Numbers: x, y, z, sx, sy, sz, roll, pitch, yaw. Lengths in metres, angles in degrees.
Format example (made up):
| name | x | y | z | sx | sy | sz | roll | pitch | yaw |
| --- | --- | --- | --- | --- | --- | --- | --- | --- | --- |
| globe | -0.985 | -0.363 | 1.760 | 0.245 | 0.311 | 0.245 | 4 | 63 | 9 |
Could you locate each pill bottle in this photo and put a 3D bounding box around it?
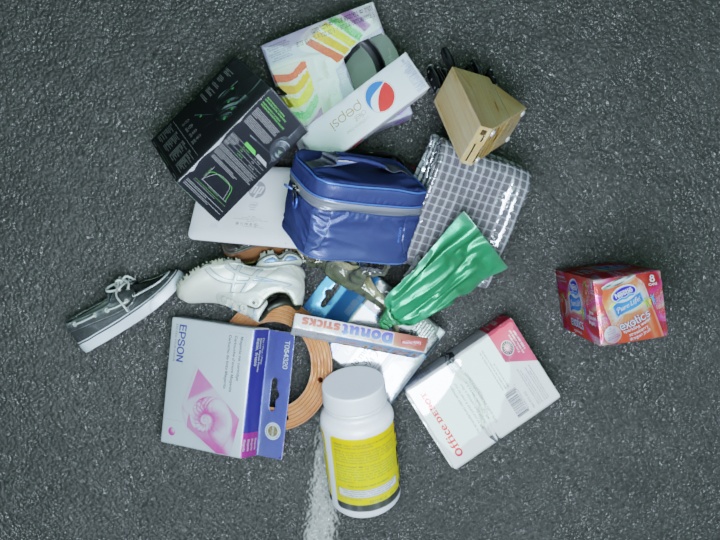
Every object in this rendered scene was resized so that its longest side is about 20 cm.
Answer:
| name | x | y | z | sx | sy | sz | roll | pitch | yaw |
| --- | --- | --- | --- | --- | --- | --- | --- | --- | --- |
| pill bottle | -0.001 | 0.255 | 1.213 | 0.112 | 0.115 | 0.203 | -6 | 113 | -1 |

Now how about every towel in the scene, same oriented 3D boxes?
| name | x | y | z | sx | sy | sz | roll | pitch | yaw |
| --- | --- | --- | --- | --- | --- | --- | --- | --- | --- |
| towel | 0.148 | -0.082 | 1.207 | 0.163 | 0.086 | 0.203 | 14 | 106 | -19 |

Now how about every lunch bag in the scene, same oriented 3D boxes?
| name | x | y | z | sx | sy | sz | roll | pitch | yaw |
| --- | --- | --- | --- | --- | --- | --- | --- | --- | --- |
| lunch bag | -0.016 | -0.099 | 1.128 | 0.197 | 0.136 | 0.134 | 3 | 116 | -29 |

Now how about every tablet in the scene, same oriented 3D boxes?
| name | x | y | z | sx | sy | sz | roll | pitch | yaw |
| --- | --- | --- | --- | --- | --- | --- | --- | --- | --- |
| tablet | -0.160 | -0.101 | 1.233 | 0.196 | 0.014 | 0.132 | 5 | 70 | 15 |

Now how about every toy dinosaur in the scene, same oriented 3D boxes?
| name | x | y | z | sx | sy | sz | roll | pitch | yaw |
| --- | --- | --- | --- | --- | --- | --- | --- | --- | --- |
| toy dinosaur | 0.000 | 0.000 | 1.217 | 0.199 | 0.047 | 0.089 | 37 | 99 | 8 |

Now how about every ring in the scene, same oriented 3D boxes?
| name | x | y | z | sx | sy | sz | roll | pitch | yaw |
| --- | --- | --- | --- | --- | --- | --- | --- | --- | --- |
| ring | -0.132 | 0.145 | 1.255 | 0.197 | 0.019 | 0.204 | 0 | 89 | 19 |

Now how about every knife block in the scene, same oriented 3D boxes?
| name | x | y | z | sx | sy | sz | roll | pitch | yaw |
| --- | --- | --- | --- | --- | --- | --- | --- | --- | --- |
| knife block | 0.145 | -0.251 | 1.186 | 0.175 | 0.200 | 0.064 | 38 | 128 | 13 |

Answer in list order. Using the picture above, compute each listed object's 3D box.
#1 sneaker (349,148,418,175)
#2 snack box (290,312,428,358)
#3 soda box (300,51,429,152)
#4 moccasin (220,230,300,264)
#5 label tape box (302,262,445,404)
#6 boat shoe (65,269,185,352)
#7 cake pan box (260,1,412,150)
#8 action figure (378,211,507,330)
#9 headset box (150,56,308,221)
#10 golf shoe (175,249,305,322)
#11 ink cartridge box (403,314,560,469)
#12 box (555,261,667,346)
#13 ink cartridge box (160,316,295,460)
| name | x | y | z | sx | sy | sz | roll | pitch | yaw |
| --- | --- | --- | --- | --- | --- | --- | --- | --- | --- |
| sneaker | 0.061 | -0.135 | 1.246 | 0.197 | 0.084 | 0.078 | 14 | 92 | -3 |
| snack box | -0.003 | 0.097 | 1.188 | 0.196 | 0.072 | 0.025 | 11 | 75 | -6 |
| soda box | 0.004 | -0.233 | 1.202 | 0.199 | 0.068 | 0.064 | -36 | 94 | 0 |
| moccasin | -0.114 | -0.055 | 1.254 | 0.199 | 0.078 | 0.075 | -23 | 66 | 4 |
| label tape box | 0.011 | 0.088 | 1.263 | 0.199 | 0.063 | 0.145 | 38 | 90 | -2 |
| boat shoe | -0.364 | 0.046 | 1.251 | 0.198 | 0.074 | 0.069 | -31 | 106 | 9 |
| cake pan box | -0.032 | -0.293 | 1.258 | 0.197 | 0.052 | 0.187 | -19 | 94 | 0 |
| action figure | 0.102 | 0.017 | 1.168 | 0.199 | 0.055 | 0.118 | -40 | 113 | 6 |
| headset box | -0.191 | -0.203 | 1.189 | 0.200 | 0.174 | 0.093 | -45 | 128 | 1 |
| golf shoe | -0.178 | 0.033 | 1.215 | 0.196 | 0.079 | 0.099 | -12 | 63 | -2 |
| ink cartridge box | 0.183 | 0.186 | 1.258 | 0.198 | 0.084 | 0.146 | -34 | 92 | -1 |
| box | 0.365 | 0.045 | 1.199 | 0.098 | 0.200 | 0.097 | -8 | 94 | -1 |
| ink cartridge box | -0.207 | 0.181 | 1.246 | 0.197 | 0.043 | 0.200 | 6 | 91 | 19 |
